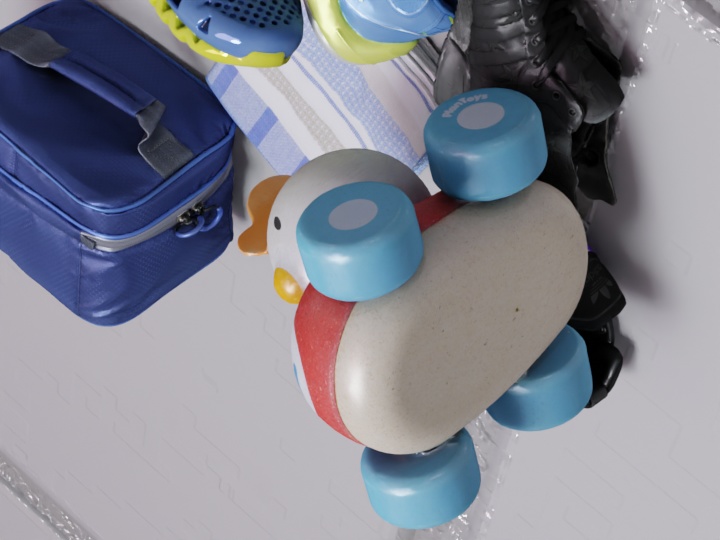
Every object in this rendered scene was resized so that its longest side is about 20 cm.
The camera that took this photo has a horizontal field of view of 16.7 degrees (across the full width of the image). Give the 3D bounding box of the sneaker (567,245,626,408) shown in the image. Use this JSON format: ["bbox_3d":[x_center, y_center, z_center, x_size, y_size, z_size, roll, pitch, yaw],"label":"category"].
[{"bbox_3d":[0.096,0.049,1.408,0.099,0.070,0.200,42,148,11],"label":"sneaker"}]

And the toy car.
[{"bbox_3d":[0.000,0.000,1.297,0.199,0.177,0.185,23,140,42],"label":"toy car"}]

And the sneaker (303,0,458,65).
[{"bbox_3d":[0.005,-0.206,1.281,0.104,0.076,0.201,-4,120,33],"label":"sneaker"}]

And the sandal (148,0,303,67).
[{"bbox_3d":[-0.078,-0.197,1.332,0.087,0.079,0.201,-57,47,44],"label":"sandal"}]

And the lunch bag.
[{"bbox_3d":[-0.170,-0.073,1.563,0.200,0.136,0.133,35,146,25],"label":"lunch bag"}]

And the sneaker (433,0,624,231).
[{"bbox_3d":[0.096,-0.114,1.255,0.104,0.060,0.200,31,142,18],"label":"sneaker"}]

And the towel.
[{"bbox_3d":[-0.018,-0.104,1.444,0.147,0.024,0.200,50,149,4],"label":"towel"}]
